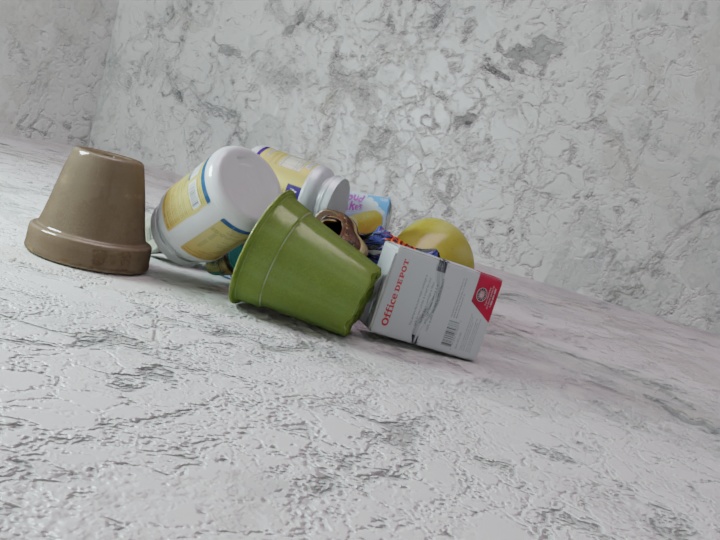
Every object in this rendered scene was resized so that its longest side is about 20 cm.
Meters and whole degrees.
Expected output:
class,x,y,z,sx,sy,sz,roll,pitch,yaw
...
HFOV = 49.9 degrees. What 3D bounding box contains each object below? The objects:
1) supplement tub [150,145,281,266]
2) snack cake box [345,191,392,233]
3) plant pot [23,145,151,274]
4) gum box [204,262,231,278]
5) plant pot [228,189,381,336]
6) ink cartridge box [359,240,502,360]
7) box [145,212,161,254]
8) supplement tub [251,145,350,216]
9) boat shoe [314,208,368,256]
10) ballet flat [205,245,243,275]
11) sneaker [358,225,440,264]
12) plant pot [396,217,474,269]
class,x,y,z,sx,sy,sz,roll,pitch,yaw
supplement tub,-0.239,-0.100,1.266,0.199,0.146,0.144,-26,-22,38
snack cake box,-0.041,-0.105,1.620,0.198,0.116,0.067,11,-16,10
plant pot,-0.426,-0.103,1.255,0.198,0.176,0.200,15,8,-2
gum box,-0.170,0.003,1.495,0.169,0.045,0.199,20,8,30
plant pot,-0.075,0.007,1.212,0.189,0.201,0.200,29,9,8
ink cartridge box,0.114,0.049,1.286,0.198,0.147,0.083,17,6,-17
box,-0.307,-0.073,1.474,0.198,0.069,0.082,-3,-7,-34
supplement tub,-0.135,-0.153,1.535,0.198,0.147,0.145,20,8,16
boat shoe,-0.046,-0.070,1.361,0.068,0.072,0.200,44,5,-30
ballet flat,-0.241,-0.065,1.420,0.070,0.071,0.201,14,43,-5
sneaker,0.046,-0.040,1.406,0.198,0.079,0.075,6,12,11
plant pot,0.129,-0.005,1.687,0.199,0.202,0.142,19,22,29
